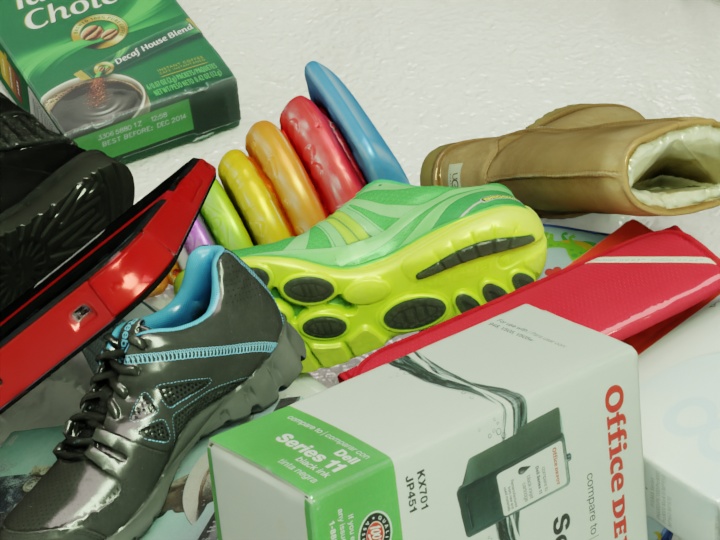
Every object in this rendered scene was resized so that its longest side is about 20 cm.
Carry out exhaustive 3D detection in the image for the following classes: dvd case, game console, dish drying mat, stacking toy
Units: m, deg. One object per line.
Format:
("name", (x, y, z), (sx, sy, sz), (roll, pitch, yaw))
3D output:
("dvd case", (-0.133, 0.126, 1.344), (0.199, 0.022, 0.146), (-7, 35, 34))
("game console", (-0.165, 0.026, 1.400), (0.200, 0.031, 0.177), (-37, 9, 18))
("dish drying mat", (0.089, 0.030, 1.348), (0.199, 0.018, 0.077), (-23, 30, -11))
("stacking toy", (-0.074, -0.022, 1.527), (0.200, 0.116, 0.110), (-28, 44, -6))

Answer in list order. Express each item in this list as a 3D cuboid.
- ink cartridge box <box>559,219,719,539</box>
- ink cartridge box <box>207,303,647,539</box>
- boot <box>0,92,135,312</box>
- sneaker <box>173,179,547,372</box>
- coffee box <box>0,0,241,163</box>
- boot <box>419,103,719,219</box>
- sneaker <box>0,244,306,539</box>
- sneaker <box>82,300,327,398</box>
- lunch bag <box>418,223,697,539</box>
("ink cartridge box", (0.160, 0.042, 1.334), (0.160, 0.047, 0.200), (-34, 50, -28))
("ink cartridge box", (0.037, 0.119, 1.224), (0.200, 0.147, 0.083), (-23, 28, -33))
("boot", (-0.255, -0.034, 1.552), (0.158, 0.080, 0.211), (30, 44, 28))
("sneaker", (0.000, 0.000, 1.410), (0.199, 0.074, 0.084), (-11, 28, 0))
("coffee box", (-0.172, -0.144, 1.699), (0.123, 0.044, 0.200), (-19, 43, -17))
("boot", (0.153, -0.058, 1.477), (0.175, 0.066, 0.200), (-18, 9, -32))
("sneaker", (-0.117, 0.070, 1.313), (0.073, 0.082, 0.200), (9, 47, 47))
("sneaker", (-0.072, 0.067, 1.440), (0.200, 0.073, 0.071), (36, 45, 26))
("lunch bag", (0.104, 0.062, 1.413), (0.160, 0.083, 0.200), (7, 42, 11))
